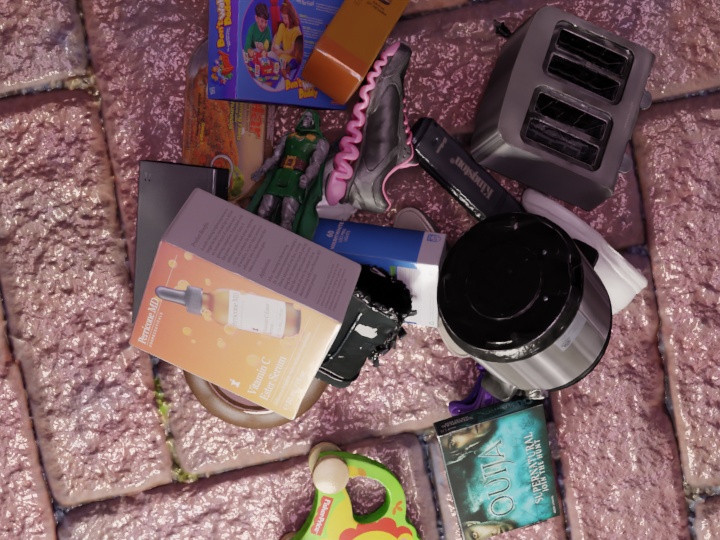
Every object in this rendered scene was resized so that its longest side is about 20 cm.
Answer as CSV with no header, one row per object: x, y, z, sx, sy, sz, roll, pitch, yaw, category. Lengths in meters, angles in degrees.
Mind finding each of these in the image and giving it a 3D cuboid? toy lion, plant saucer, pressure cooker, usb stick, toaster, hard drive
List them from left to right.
-0.216,-0.025,1.187,0.138,0.033,0.204,10,99,39,hard drive
-0.128,0.104,1.246,0.197,0.037,0.204,-1,97,-4,plant saucer
0.001,0.342,1.273,0.189,0.069,0.203,18,95,-12,toy lion
0.133,-0.106,1.214,0.199,0.033,0.056,41,77,-21,usb stick
0.194,0.048,1.141,0.174,0.200,0.181,-20,60,22,pressure cooker
0.232,-0.194,1.173,0.197,0.119,0.183,22,80,-7,toaster

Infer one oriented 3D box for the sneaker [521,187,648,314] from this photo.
0.262,-0.016,1.235,0.199,0.075,0.089,40,100,-13,sneaker

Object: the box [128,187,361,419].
-0.122,0.036,1.057,0.198,0.107,0.153,24,126,-2,box

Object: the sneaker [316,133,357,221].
-0.022,-0.110,1.220,0.198,0.075,0.088,-28,114,3,sneaker

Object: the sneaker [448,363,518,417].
0.192,0.130,1.248,0.200,0.081,0.084,-43,91,3,sneaker

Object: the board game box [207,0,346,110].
-0.088,-0.256,1.133,0.044,0.199,0.137,7,98,35,board game box

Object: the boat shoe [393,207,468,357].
0.100,0.012,1.246,0.066,0.057,0.202,-24,94,26,boat shoe

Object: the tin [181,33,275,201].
-0.155,-0.184,1.191,0.110,0.042,0.204,8,97,24,tin

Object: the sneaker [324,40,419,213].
0.030,-0.158,1.138,0.094,0.079,0.203,20,94,-1,sneaker

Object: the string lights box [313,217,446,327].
0.000,0.000,1.182,0.197,0.059,0.104,8,134,11,string lights box

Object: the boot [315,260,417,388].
-0.046,0.048,1.150,0.196,0.074,0.163,27,135,-11,boot

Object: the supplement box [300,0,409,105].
0.008,-0.291,1.148,0.066,0.069,0.202,32,64,-6,supplement box

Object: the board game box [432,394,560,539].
0.173,0.250,1.242,0.133,0.028,0.202,-17,124,-1,board game box

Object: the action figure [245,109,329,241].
-0.084,-0.097,1.145,0.116,0.055,0.203,9,67,20,action figure
